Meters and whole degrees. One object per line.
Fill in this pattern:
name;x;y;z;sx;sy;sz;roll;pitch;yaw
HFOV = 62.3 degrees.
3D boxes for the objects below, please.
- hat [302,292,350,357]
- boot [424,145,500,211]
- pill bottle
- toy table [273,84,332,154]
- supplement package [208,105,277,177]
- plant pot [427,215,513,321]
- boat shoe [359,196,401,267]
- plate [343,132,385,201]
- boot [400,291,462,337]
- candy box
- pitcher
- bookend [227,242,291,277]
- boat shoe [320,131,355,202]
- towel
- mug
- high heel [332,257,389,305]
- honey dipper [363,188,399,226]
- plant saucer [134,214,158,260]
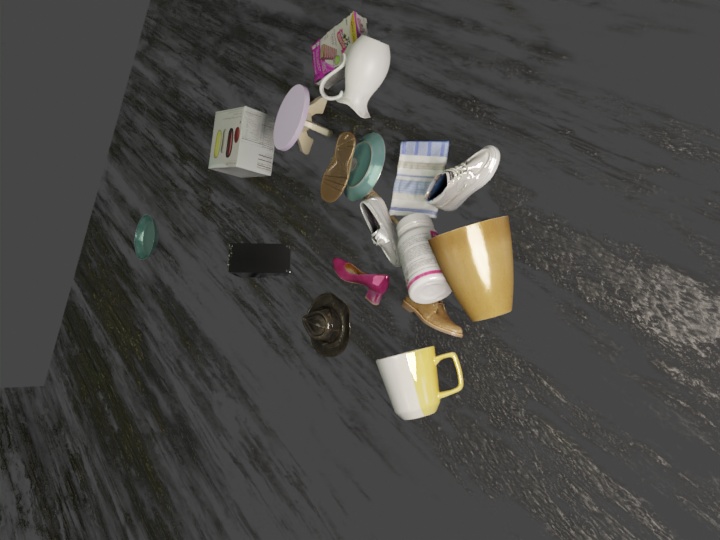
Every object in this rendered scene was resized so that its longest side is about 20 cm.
hat;-0.118;0.158;1.738;0.199;0.080;0.205;-6;82;46
boot;0.238;-0.220;1.412;0.201;0.095;0.074;-50;54;29
pill bottle;0.152;-0.033;1.451;0.113;0.112;0.203;-39;48;35
toy table;-0.180;-0.461;1.852;0.184;0.116;0.202;50;118;37
supplement package;-0.406;-0.438;2.057;0.189;0.146;0.204;6;88;45
plant pot;0.262;0.003;1.320;0.185;0.185;0.204;-17;86;42
boat shoe;0.056;-0.100;1.576;0.072;0.068;0.203;-23;85;54
plate;0.000;-0.296;1.683;0.199;0.025;0.204;-27;55;48
boot;0.181;0.096;1.455;0.199;0.073;0.076;36;100;44
candy box;-0.061;-0.658;1.793;0.198;0.060;0.139;-21;70;42
pitcher;-0.015;-0.554;1.670;0.169;0.121;0.203;22;109;1
bookend;-0.312;-0.029;1.934;0.196;0.199;0.094;1;84;1
boat shoe;-0.059;-0.292;1.695;0.071;0.065;0.203;18;99;3
towel;0.149;-0.235;1.535;0.145;0.024;0.204;10;89;35
mug;0.136;0.270;1.430;0.185;0.148;0.156;-23;77;48
high heel;0.000;0.000;1.641;0.200;0.067;0.097;45;126;33
honey dipper;0.074;-0.153;1.613;0.200;0.038;0.038;50;119;35
plant saucer;-0.946;-0.146;2.649;0.198;0.036;0.204;-8;80;45
